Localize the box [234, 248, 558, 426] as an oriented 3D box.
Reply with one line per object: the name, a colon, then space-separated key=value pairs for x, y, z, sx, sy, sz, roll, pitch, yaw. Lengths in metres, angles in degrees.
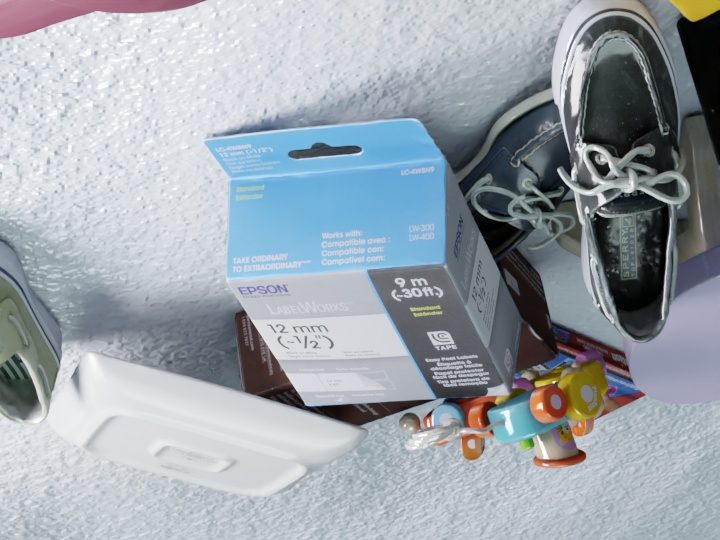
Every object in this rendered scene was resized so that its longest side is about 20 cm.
box: x=0.023 y=0.045 z=1.236 sx=0.199 sy=0.075 sz=0.100 roll=-18 pitch=150 yaw=18

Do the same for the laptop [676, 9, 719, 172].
laptop: x=0.298 y=-0.062 z=1.007 sx=0.186 sy=0.201 sz=0.116 roll=-17 pitch=154 yaw=12

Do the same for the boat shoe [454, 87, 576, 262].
boat shoe: x=0.092 y=-0.046 z=1.104 sx=0.075 sy=0.062 sz=0.200 roll=16 pitch=142 yaw=-37

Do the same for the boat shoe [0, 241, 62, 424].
boat shoe: x=-0.236 y=0.035 z=1.140 sx=0.072 sy=0.062 sz=0.200 roll=-16 pitch=150 yaw=10

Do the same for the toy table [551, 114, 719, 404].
toy table: x=0.225 y=-0.006 z=1.165 sx=0.183 sy=0.118 sz=0.200 roll=-4 pitch=151 yaw=-12

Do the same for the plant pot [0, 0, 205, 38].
plant pot: x=-0.122 y=-0.178 z=0.687 sx=0.199 sy=0.201 sz=0.179 roll=9 pitch=162 yaw=-31

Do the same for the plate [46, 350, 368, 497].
plate: x=-0.116 y=0.118 z=1.267 sx=0.199 sy=0.032 sz=0.200 roll=16 pitch=160 yaw=-13

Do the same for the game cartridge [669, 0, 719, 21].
game cartridge: x=0.190 y=-0.210 z=0.882 sx=0.176 sy=0.033 sz=0.200 roll=-27 pitch=150 yaw=27

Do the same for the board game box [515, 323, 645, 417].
board game box: x=0.137 y=0.080 z=1.392 sx=0.103 sy=0.020 sz=0.200 roll=-29 pitch=146 yaw=33

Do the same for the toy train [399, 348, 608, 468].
toy train: x=0.096 y=0.105 z=1.185 sx=0.150 sy=0.056 sz=0.200 roll=-21 pitch=-179 yaw=7

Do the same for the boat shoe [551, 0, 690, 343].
boat shoe: x=0.148 y=-0.053 z=1.015 sx=0.073 sy=0.068 sz=0.200 roll=-3 pitch=117 yaw=-2

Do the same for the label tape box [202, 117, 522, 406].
label tape box: x=0.000 y=0.000 z=1.082 sx=0.143 sy=0.066 sz=0.200 roll=-4 pitch=143 yaw=23
